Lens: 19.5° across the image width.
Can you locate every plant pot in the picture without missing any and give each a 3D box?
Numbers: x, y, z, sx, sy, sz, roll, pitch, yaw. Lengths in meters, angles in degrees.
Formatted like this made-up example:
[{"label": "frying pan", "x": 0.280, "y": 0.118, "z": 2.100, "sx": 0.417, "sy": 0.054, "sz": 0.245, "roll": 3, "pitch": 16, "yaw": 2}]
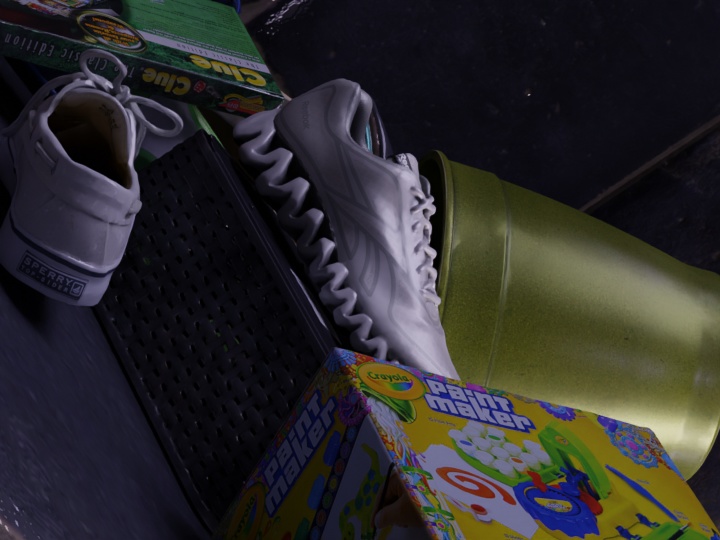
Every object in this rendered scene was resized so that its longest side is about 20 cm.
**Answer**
[{"label": "plant pot", "x": 0.113, "y": 0.046, "z": 1.245, "sx": 0.191, "sy": 0.202, "sz": 0.201, "roll": 11, "pitch": 15, "yaw": -10}]

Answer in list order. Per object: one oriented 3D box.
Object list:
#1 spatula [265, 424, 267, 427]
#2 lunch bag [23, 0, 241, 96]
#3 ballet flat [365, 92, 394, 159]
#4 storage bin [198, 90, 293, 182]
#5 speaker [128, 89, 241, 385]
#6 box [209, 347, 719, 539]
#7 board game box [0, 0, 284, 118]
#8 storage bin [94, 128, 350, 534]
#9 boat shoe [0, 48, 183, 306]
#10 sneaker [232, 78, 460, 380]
[{"label": "spatula", "x": -0.020, "y": 0.114, "z": 1.314, "sx": 0.020, "sy": 0.057, "sz": 0.200, "roll": 32, "pitch": -18, "yaw": 25}, {"label": "lunch bag", "x": -0.176, "y": -0.207, "z": 1.256, "sx": 0.200, "sy": 0.135, "sz": 0.133, "roll": 54, "pitch": 5, "yaw": -31}, {"label": "ballet flat", "x": 0.000, "y": 0.000, "z": 1.182, "sx": 0.073, "sy": 0.072, "sz": 0.202, "roll": 49, "pitch": 41, "yaw": -65}, {"label": "storage bin", "x": -0.058, "y": -0.053, "z": 1.452, "sx": 0.200, "sy": 0.094, "sz": 0.199, "roll": 39, "pitch": -9, "yaw": 47}, {"label": "speaker", "x": -0.094, "y": -0.023, "z": 1.200, "sx": 0.201, "sy": 0.088, "sz": 0.089, "roll": 56, "pitch": 4, "yaw": -18}, {"label": "box", "x": 0.069, "y": 0.157, "z": 0.921, "sx": 0.199, "sy": 0.122, "sz": 0.193, "roll": 16, "pitch": 30, "yaw": -34}, {"label": "board game box", "x": -0.144, "y": -0.135, "z": 1.134, "sx": 0.198, "sy": 0.024, "sz": 0.105, "roll": 13, "pitch": 27, "yaw": -30}, {"label": "storage bin", "x": -0.056, "y": 0.046, "z": 1.063, "sx": 0.201, "sy": 0.093, "sz": 0.135, "roll": 60, "pitch": 5, "yaw": 29}, {"label": "boat shoe", "x": -0.125, "y": -0.059, "z": 0.962, "sx": 0.074, "sy": 0.087, "sz": 0.202, "roll": 27, "pitch": 15, "yaw": -11}, {"label": "sneaker", "x": 0.010, "y": -0.012, "z": 1.092, "sx": 0.201, "sy": 0.081, "sz": 0.075, "roll": 60, "pitch": 3, "yaw": 15}]
